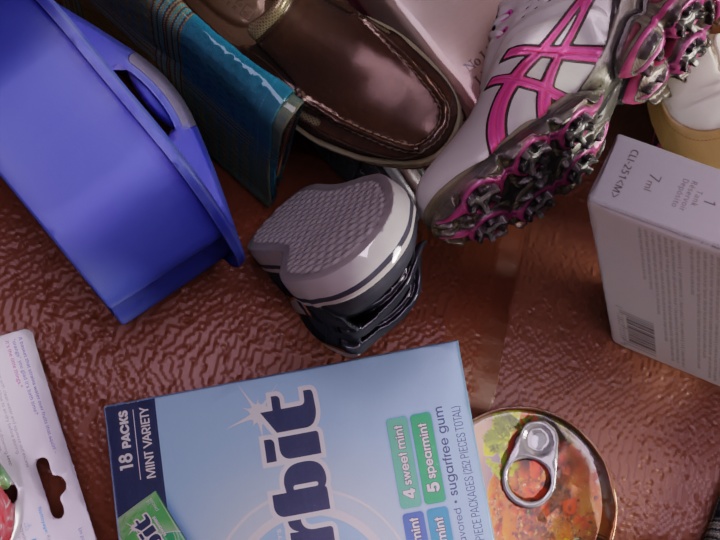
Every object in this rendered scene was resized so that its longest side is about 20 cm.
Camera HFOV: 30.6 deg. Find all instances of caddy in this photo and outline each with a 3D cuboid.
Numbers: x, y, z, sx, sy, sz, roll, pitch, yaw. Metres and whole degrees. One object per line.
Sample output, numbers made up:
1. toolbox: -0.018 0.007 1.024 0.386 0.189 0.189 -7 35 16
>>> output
1. caddy: -0.142 -0.068 0.714 0.105 0.141 0.200 -40 86 -10

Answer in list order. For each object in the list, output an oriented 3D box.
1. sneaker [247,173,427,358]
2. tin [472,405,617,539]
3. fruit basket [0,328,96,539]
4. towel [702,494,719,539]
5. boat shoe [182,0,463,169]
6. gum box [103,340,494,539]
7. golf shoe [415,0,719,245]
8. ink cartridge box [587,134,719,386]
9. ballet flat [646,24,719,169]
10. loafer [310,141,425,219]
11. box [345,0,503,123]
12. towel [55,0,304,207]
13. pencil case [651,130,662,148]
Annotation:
1. sneaker: 0.000 0.000 0.690 0.078 0.200 0.080 -43 104 -6
2. tin: 0.076 0.177 0.741 0.111 0.042 0.202 18 77 -7
3. fruit basket: -0.244 0.146 0.694 0.198 0.094 0.187 -16 80 -26
4. towel: 0.308 0.162 0.782 0.198 0.035 0.194 28 73 2
5. boat shoe: -0.037 -0.122 0.703 0.201 0.075 0.075 32 90 15
6. gum box: -0.029 0.141 0.708 0.197 0.045 0.172 -10 75 3
7. golf shoe: 0.094 -0.096 0.684 0.200 0.073 0.092 -43 62 -13
8. ink cartridge box: 0.209 0.019 0.683 0.172 0.200 0.044 23 74 22
9. ballet flat: 0.183 -0.132 0.737 0.068 0.063 0.202 -18 65 20
10. loafer: -0.018 -0.118 0.779 0.063 0.072 0.200 -40 82 -17
11. box: 0.048 -0.182 0.779 0.127 0.109 0.201 -38 85 -12
12. towel: -0.113 -0.127 0.727 0.200 0.147 0.022 42 74 4
13. pencil case: 0.222 -0.101 0.791 0.090 0.094 0.202 18 77 -15
